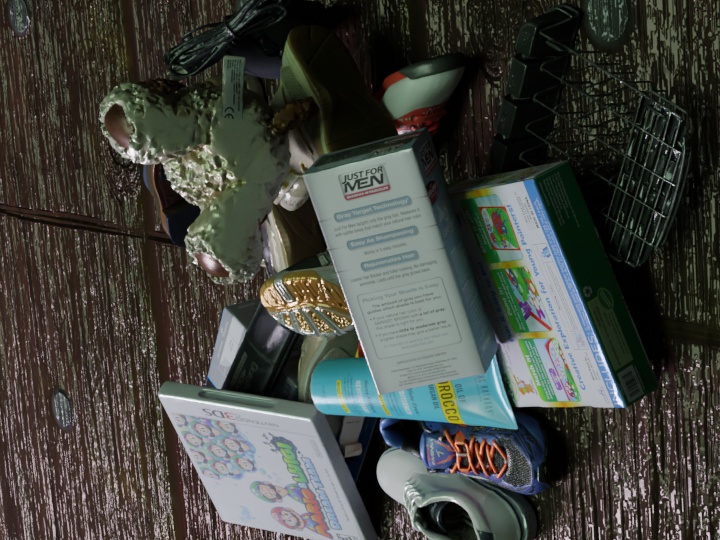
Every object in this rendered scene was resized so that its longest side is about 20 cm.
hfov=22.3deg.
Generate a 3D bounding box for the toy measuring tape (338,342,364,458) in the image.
[{"bbox_3d":[0.025,0.107,1.711,0.074,0.073,0.201,40,126,39],"label":"toy measuring tape"}]

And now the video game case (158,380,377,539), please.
[{"bbox_3d":[-0.091,0.194,1.809,0.181,0.024,0.200,6,137,29],"label":"video game case"}]

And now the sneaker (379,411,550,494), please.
[{"bbox_3d":[0.093,0.160,1.633,0.200,0.078,0.076,13,113,50],"label":"sneaker"}]

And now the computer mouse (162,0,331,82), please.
[{"bbox_3d":[-0.083,-0.206,1.674,0.138,0.200,0.053,-31,84,20],"label":"computer mouse"}]

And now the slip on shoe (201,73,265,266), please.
[{"bbox_3d":[-0.122,-0.101,1.854,0.076,0.060,0.201,1,101,53],"label":"slip on shoe"}]

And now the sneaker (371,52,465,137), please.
[{"bbox_3d":[0.046,-0.115,1.626,0.201,0.067,0.108,-27,80,56],"label":"sneaker"}]

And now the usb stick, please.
[{"bbox_3d":[-0.106,0.105,1.816,0.055,0.033,0.200,47,132,24],"label":"usb stick"}]

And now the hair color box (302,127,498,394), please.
[{"bbox_3d":[0.035,-0.006,1.506,0.099,0.061,0.201,-13,107,20],"label":"hair color box"}]

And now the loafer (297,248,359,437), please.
[{"bbox_3d":[-0.021,0.060,1.766,0.063,0.072,0.201,-143,62,-63],"label":"loafer"}]

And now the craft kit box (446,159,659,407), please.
[{"bbox_3d":[0.137,0.017,1.509,0.197,0.048,0.201,-8,107,58],"label":"craft kit box"}]

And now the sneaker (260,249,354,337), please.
[{"bbox_3d":[0.000,0.000,1.680,0.199,0.088,0.076,-15,122,34],"label":"sneaker"}]

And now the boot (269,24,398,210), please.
[{"bbox_3d":[-0.033,-0.097,1.630,0.201,0.072,0.155,65,148,27],"label":"boot"}]

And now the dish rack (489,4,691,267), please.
[{"bbox_3d":[0.187,-0.104,1.454,0.200,0.054,0.154,39,131,38],"label":"dish rack"}]

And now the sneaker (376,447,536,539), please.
[{"bbox_3d":[0.072,0.209,1.682,0.200,0.071,0.073,16,113,50],"label":"sneaker"}]

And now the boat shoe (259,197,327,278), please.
[{"bbox_3d":[-0.076,-0.052,1.802,0.065,0.072,0.201,1,107,48],"label":"boat shoe"}]

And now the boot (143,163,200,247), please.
[{"bbox_3d":[-0.204,-0.126,1.930,0.097,0.074,0.201,50,149,39],"label":"boot"}]

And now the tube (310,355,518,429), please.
[{"bbox_3d":[0.047,0.103,1.618,0.199,0.050,0.078,-3,118,38],"label":"tube"}]

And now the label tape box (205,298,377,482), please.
[{"bbox_3d":[-0.077,0.144,1.866,0.200,0.066,0.144,47,134,37],"label":"label tape box"}]

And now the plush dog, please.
[{"bbox_3d":[-0.124,-0.108,1.592,0.200,0.160,0.172,55,171,-16],"label":"plush dog"}]
